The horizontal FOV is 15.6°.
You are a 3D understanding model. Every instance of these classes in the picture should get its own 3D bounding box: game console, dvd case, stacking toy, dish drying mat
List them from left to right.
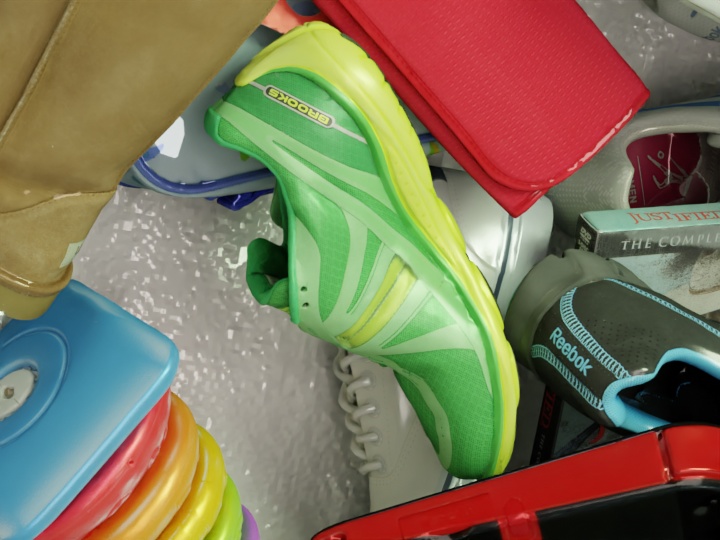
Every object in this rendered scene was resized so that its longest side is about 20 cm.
[{"bbox_3d":[-0.081,0.108,1.063,0.110,0.116,0.200,-49,125,-10],"label":"stacking toy"},{"bbox_3d":[0.028,-0.108,1.006,0.077,0.018,0.200,-43,118,2],"label":"dish drying mat"},{"bbox_3d":[0.079,0.138,1.076,0.176,0.031,0.200,-13,142,3],"label":"game console"},{"bbox_3d":[0.144,0.061,1.138,0.146,0.022,0.201,-3,121,-22],"label":"dvd case"}]

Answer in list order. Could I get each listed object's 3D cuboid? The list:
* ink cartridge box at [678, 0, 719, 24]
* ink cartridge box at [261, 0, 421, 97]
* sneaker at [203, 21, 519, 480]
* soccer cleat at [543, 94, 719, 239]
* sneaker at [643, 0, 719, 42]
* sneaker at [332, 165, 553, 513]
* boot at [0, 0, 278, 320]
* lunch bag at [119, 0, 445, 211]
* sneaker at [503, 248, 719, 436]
[{"bbox_3d":[0.182,-0.126,1.049,0.200,0.147,0.083,27,101,-14],"label":"ink cartridge box"},{"bbox_3d":[0.017,-0.181,0.997,0.160,0.047,0.201,23,86,-25],"label":"ink cartridge box"},{"bbox_3d":[0.000,0.000,1.022,0.083,0.074,0.200,-29,112,-3],"label":"sneaker"},{"bbox_3d":[0.176,-0.047,1.145,0.199,0.086,0.070,-15,102,-20],"label":"soccer cleat"},{"bbox_3d":[0.176,-0.192,1.138,0.087,0.074,0.201,9,92,-18],"label":"sneaker"},{"bbox_3d":[0.020,0.052,1.109,0.071,0.073,0.201,17,81,-14],"label":"sneaker"},{"bbox_3d":[-0.134,-0.100,0.964,0.175,0.066,0.200,30,118,-11],"label":"boot"},{"bbox_3d":[-0.024,-0.114,1.057,0.199,0.082,0.161,-14,100,-20],"label":"lunch bag"},{"bbox_3d":[0.150,0.055,1.072,0.199,0.082,0.073,14,112,-32],"label":"sneaker"}]
